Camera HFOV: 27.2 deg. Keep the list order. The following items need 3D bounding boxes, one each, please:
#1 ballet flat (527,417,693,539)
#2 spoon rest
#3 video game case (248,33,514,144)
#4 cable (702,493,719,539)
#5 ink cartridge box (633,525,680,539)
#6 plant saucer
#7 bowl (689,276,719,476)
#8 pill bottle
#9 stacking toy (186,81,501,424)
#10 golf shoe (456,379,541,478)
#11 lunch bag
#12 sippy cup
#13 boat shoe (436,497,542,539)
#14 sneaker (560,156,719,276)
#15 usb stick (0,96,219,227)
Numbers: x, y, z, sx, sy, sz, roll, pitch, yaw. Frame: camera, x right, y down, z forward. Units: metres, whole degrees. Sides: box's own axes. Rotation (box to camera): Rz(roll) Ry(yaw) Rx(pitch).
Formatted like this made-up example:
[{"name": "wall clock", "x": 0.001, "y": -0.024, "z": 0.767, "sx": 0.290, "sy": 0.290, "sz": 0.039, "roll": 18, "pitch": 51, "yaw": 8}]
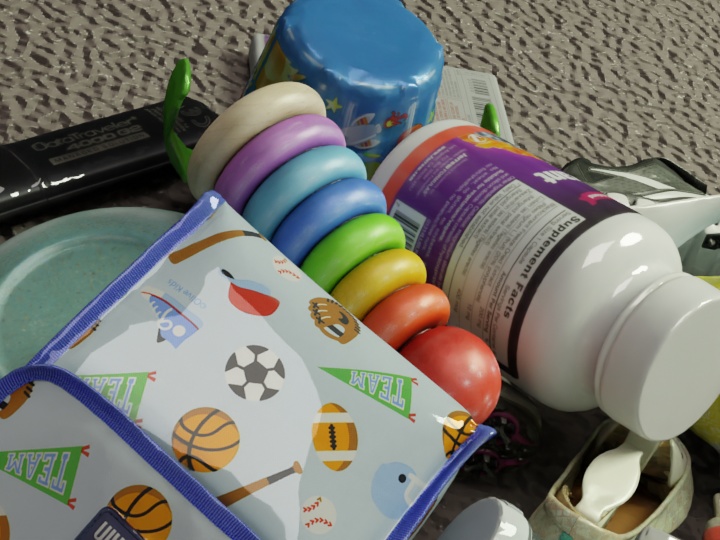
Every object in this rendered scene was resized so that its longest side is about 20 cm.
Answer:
[{"name": "ballet flat", "x": 0.139, "y": 0.111, "z": 0.773, "sx": 0.067, "sy": 0.062, "sz": 0.200, "roll": 27, "pitch": 27, "yaw": 15}, {"name": "spoon rest", "x": 0.187, "y": -0.018, "z": 0.899, "sx": 0.200, "sy": 0.099, "sz": 0.061, "roll": 7, "pitch": 79, "yaw": 5}, {"name": "video game case", "x": 0.020, "y": -0.079, "z": 0.993, "sx": 0.182, "sy": 0.024, "sz": 0.200, "roll": 8, "pitch": 43, "yaw": -15}, {"name": "cable", "x": 0.199, "y": 0.195, "z": 0.744, "sx": 0.097, "sy": 0.050, "sz": 0.200, "roll": 6, "pitch": 43, "yaw": 7}, {"name": "ink cartridge box", "x": 0.117, "y": 0.231, "z": 0.556, "sx": 0.147, "sy": 0.200, "sz": 0.145, "roll": 25, "pitch": 44, "yaw": 3}, {"name": "plant saucer", "x": -0.130, "y": 0.034, "z": 0.742, "sx": 0.201, "sy": 0.039, "sz": 0.201, "roll": -1, "pitch": 52, "yaw": 1}, {"name": "bowl", "x": 0.249, "y": 0.069, "z": 0.846, "sx": 0.200, "sy": 0.200, "sz": 0.108, "roll": 7, "pitch": 85, "yaw": -16}, {"name": "pill bottle", "x": 0.099, "y": 0.006, "z": 0.794, "sx": 0.111, "sy": 0.112, "sz": 0.200, "roll": -19, "pitch": 39, "yaw": -37}, {"name": "stacking toy", "x": 0.000, "y": 0.000, "z": 0.754, "sx": 0.085, "sy": 0.085, "sz": 0.200, "roll": -23, "pitch": 65, "yaw": -40}, {"name": "golf shoe", "x": 0.011, "y": 0.043, "z": 0.816, "sx": 0.200, "sy": 0.073, "sz": 0.092, "roll": 24, "pitch": 41, "yaw": 2}, {"name": "lunch bag", "x": -0.071, "y": 0.094, "z": 0.619, "sx": 0.170, "sy": 0.124, "sz": 0.200, "roll": 41, "pitch": 60, "yaw": 7}, {"name": "sippy cup", "x": -0.014, "y": -0.089, "z": 0.872, "sx": 0.178, "sy": 0.130, "sz": 0.140, "roll": -25, "pitch": 58, "yaw": -38}, {"name": "boat shoe", "x": 0.025, "y": 0.190, "z": 0.632, "sx": 0.057, "sy": 0.069, "sz": 0.200, "roll": 43, "pitch": 69, "yaw": -15}, {"name": "sneaker", "x": 0.216, "y": -0.034, "z": 0.994, "sx": 0.200, "sy": 0.067, "sz": 0.091, "roll": 12, "pitch": 43, "yaw": -7}, {"name": "usb stick", "x": -0.167, "y": -0.064, "z": 0.890, "sx": 0.200, "sy": 0.033, "sz": 0.055, "roll": -23, "pitch": 50, "yaw": -39}]
